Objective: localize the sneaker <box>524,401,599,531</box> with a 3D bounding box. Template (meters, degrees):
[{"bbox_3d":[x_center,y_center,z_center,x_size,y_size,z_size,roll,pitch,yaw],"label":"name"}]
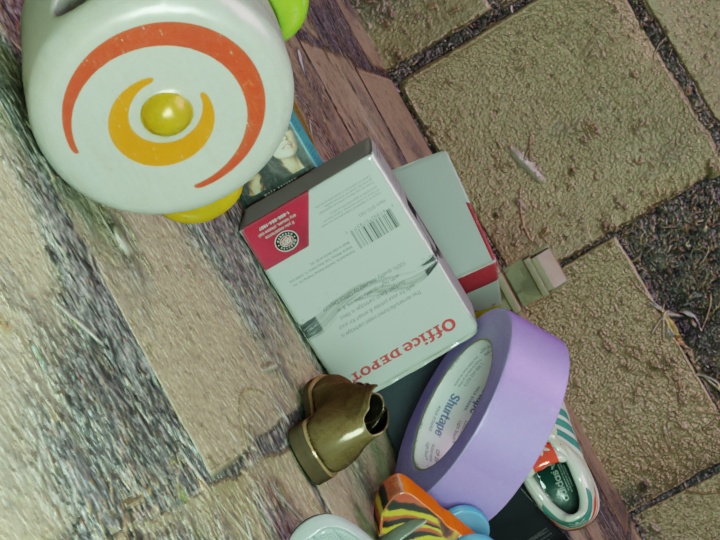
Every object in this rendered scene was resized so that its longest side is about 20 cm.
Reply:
[{"bbox_3d":[0.175,0.161,1.783,0.093,0.070,0.200,35,30,-82],"label":"sneaker"}]

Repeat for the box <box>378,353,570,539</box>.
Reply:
[{"bbox_3d":[0.109,0.189,1.884,0.182,0.104,0.200,50,14,-54],"label":"box"}]

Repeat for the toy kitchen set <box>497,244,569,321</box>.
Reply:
[{"bbox_3d":[0.239,0.045,2.848,0.200,0.163,0.180,61,9,-1],"label":"toy kitchen set"}]

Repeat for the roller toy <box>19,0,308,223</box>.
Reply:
[{"bbox_3d":[-0.141,-0.136,1.263,0.182,0.200,0.140,16,32,-25],"label":"roller toy"}]

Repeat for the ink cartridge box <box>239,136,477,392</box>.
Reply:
[{"bbox_3d":[0.000,0.000,1.728,0.200,0.145,0.083,59,7,-14],"label":"ink cartridge box"}]

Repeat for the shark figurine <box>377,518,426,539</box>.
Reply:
[{"bbox_3d":[0.048,0.299,1.397,0.214,0.128,0.090,46,-23,24],"label":"shark figurine"}]

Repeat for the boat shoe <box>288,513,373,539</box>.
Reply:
[{"bbox_3d":[-0.008,0.234,1.271,0.067,0.073,0.200,49,-15,55],"label":"boat shoe"}]

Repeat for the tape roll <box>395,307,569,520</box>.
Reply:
[{"bbox_3d":[0.110,0.136,1.688,0.066,0.200,0.200,28,18,-12],"label":"tape roll"}]

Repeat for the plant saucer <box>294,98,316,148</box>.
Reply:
[{"bbox_3d":[-0.113,-0.200,2.058,0.200,0.035,0.200,58,10,-16],"label":"plant saucer"}]

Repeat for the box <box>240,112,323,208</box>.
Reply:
[{"bbox_3d":[-0.061,-0.063,1.784,0.200,0.082,0.049,59,9,-11],"label":"box"}]

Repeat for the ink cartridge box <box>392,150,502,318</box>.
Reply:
[{"bbox_3d":[0.060,-0.001,1.947,0.200,0.144,0.145,72,-5,-64],"label":"ink cartridge box"}]

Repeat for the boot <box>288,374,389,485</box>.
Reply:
[{"bbox_3d":[-0.007,0.123,1.548,0.074,0.075,0.200,58,8,-8],"label":"boot"}]

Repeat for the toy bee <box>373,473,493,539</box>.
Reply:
[{"bbox_3d":[0.083,0.266,1.586,0.200,0.109,0.131,35,13,2],"label":"toy bee"}]
